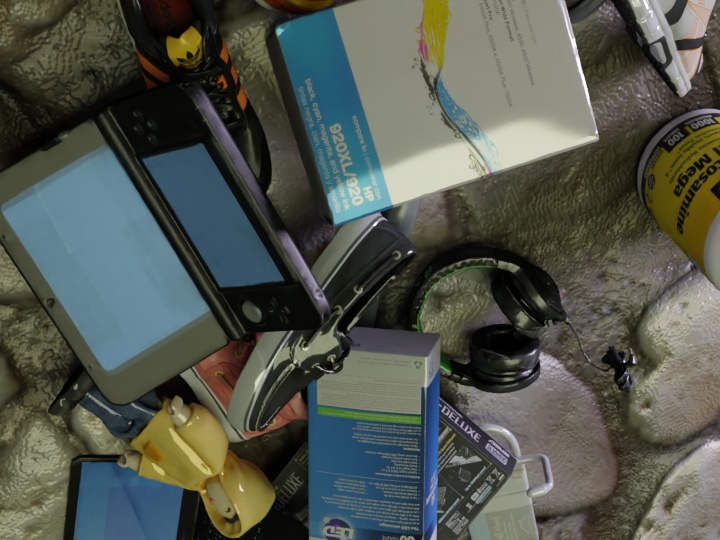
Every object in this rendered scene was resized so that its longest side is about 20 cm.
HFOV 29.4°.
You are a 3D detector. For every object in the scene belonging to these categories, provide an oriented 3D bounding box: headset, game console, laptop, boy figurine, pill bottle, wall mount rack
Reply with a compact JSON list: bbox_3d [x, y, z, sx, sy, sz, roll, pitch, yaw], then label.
[{"bbox_3d":[0.138,0.056,1.185,0.198,0.094,0.125,15,115,-10],"label":"headset"},{"bbox_3d":[-0.146,-0.012,0.971,0.116,0.175,0.201,-43,112,-32],"label":"game console"},{"bbox_3d":[-0.160,0.267,1.213,0.103,0.199,0.179,-22,132,-47],"label":"laptop"},{"bbox_3d":[-0.160,0.147,1.137,0.200,0.065,0.124,41,137,-13],"label":"boy figurine"},{"bbox_3d":[0.312,-0.044,1.114,0.111,0.200,0.114,-7,120,-12],"label":"pill bottle"},{"bbox_3d":[0.104,0.247,1.296,0.172,0.075,0.202,-11,121,7],"label":"wall mount rack"}]

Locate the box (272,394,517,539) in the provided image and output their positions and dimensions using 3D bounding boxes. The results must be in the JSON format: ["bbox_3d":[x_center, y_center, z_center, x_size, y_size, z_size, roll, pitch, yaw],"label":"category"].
[{"bbox_3d":[0.016,0.195,1.211,0.157,0.050,0.201,39,106,5],"label":"box"}]

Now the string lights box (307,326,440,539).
[{"bbox_3d":[0.011,0.152,1.135,0.102,0.059,0.202,5,108,13],"label":"string lights box"}]

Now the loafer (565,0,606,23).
[{"bbox_3d":[0.207,-0.277,1.033,0.063,0.072,0.200,36,107,-25],"label":"loafer"}]

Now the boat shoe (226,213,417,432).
[{"bbox_3d":[-0.030,0.046,1.056,0.201,0.056,0.069,-56,163,-1],"label":"boat shoe"}]

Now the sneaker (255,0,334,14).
[{"bbox_3d":[-0.085,-0.256,0.948,0.200,0.077,0.073,38,76,-34],"label":"sneaker"}]

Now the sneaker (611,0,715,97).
[{"bbox_3d":[0.243,-0.195,1.042,0.080,0.074,0.200,-39,159,9],"label":"sneaker"}]

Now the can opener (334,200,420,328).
[{"bbox_3d":[0.000,0.000,1.135,0.052,0.067,0.202,4,122,-19],"label":"can opener"}]

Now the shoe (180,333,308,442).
[{"bbox_3d":[-0.104,0.059,1.120,0.090,0.072,0.201,-16,129,15],"label":"shoe"}]

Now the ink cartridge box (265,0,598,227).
[{"bbox_3d":[0.048,-0.132,0.996,0.198,0.147,0.146,-18,96,-4],"label":"ink cartridge box"}]

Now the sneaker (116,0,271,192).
[{"bbox_3d":[-0.120,-0.136,0.967,0.069,0.090,0.202,-24,97,-5],"label":"sneaker"}]
